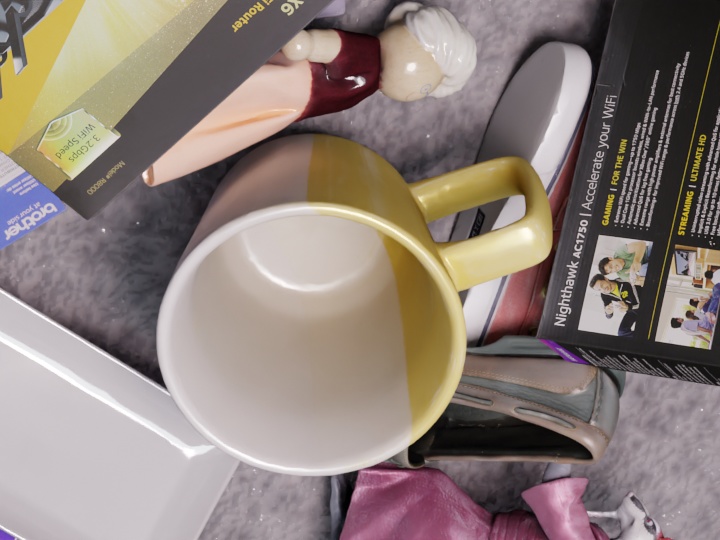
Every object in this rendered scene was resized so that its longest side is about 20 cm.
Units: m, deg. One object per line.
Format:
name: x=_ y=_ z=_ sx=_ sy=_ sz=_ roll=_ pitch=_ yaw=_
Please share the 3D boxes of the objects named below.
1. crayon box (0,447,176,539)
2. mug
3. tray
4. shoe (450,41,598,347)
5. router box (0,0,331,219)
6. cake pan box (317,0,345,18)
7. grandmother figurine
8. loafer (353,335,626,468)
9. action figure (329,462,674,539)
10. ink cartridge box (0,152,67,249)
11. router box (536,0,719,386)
crayon box: x=-0.223 y=0.161 z=1.394 sx=0.200 sy=0.058 sz=0.173 roll=16 pitch=109 yaw=-20
mug: x=-0.007 y=0.007 z=1.318 sx=0.186 sy=0.153 sz=0.149 roll=9 pitch=115 yaw=-5
tray: x=-0.166 y=0.085 z=1.342 sx=0.200 sy=0.022 sz=0.107 roll=33 pitch=77 yaw=-17
shoe: x=0.107 y=-0.025 z=1.393 sx=0.091 sy=0.071 sz=0.200 roll=12 pitch=114 yaw=-19
router box: x=-0.110 y=-0.141 z=1.151 sx=0.200 sy=0.052 sz=0.157 roll=-41 pitch=118 yaw=18
cake pan box: x=-0.105 y=-0.206 z=1.275 sx=0.200 sy=0.052 sz=0.184 roll=-7 pitch=116 yaw=-11
grandmother figurine: x=-0.034 y=-0.092 z=1.311 sx=0.200 sy=0.121 sz=0.061 roll=-15 pitch=89 yaw=-21
loafer: x=0.040 y=0.076 z=1.372 sx=0.200 sy=0.063 sz=0.072 roll=-6 pitch=140 yaw=21
action figure: x=0.079 y=0.157 z=1.411 sx=0.200 sy=0.149 sz=0.134 roll=1 pitch=138 yaw=16
ink cartridge box: x=-0.247 y=-0.078 z=1.288 sx=0.119 sy=0.042 sz=0.200 roll=-32 pitch=124 yaw=1
router box: x=0.184 y=-0.044 z=1.302 sx=0.051 sy=0.149 sz=0.200 roll=33 pitch=69 yaw=-60
